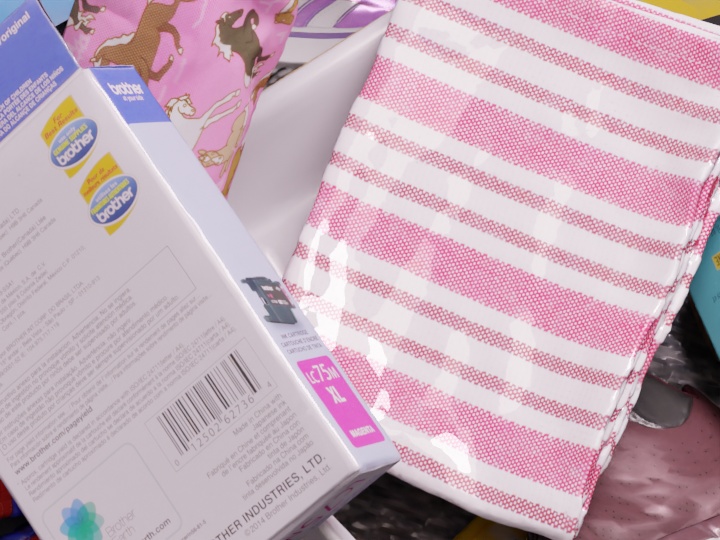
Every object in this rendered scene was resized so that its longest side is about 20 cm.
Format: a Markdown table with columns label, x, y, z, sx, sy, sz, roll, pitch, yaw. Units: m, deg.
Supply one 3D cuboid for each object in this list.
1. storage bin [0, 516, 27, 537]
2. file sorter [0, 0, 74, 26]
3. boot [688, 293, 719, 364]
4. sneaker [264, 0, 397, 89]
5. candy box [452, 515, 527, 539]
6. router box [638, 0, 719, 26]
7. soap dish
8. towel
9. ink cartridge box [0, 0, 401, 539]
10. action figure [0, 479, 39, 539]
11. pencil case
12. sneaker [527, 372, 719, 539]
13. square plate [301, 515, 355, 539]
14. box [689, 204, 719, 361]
| label | x | y | z | sx | sy | sz | roll | pitch | yaw |
| --- | --- | --- | --- | --- | --- | --- | --- | --- | --- |
| storage bin | -0.200 | 0.142 | 1.108 | 0.134 | 0.145 | 0.200 | 26 | 66 | -20 |
| file sorter | -0.156 | -0.117 | 1.146 | 0.200 | 0.139 | 0.123 | -29 | 35 | -4 |
| boot | 0.221 | 0.026 | 1.143 | 0.200 | 0.155 | 0.074 | 37 | 69 | 12 |
| sneaker | -0.024 | -0.116 | 1.250 | 0.200 | 0.073 | 0.115 | -8 | 63 | -16 |
| candy box | 0.110 | 0.168 | 1.152 | 0.200 | 0.026 | 0.102 | 42 | 68 | 15 |
| router box | 0.135 | -0.135 | 1.234 | 0.200 | 0.052 | 0.157 | -22 | 68 | -31 |
| soap dish | 0.000 | 0.000 | 1.169 | 0.200 | 0.081 | 0.158 | -32 | 70 | 3 |
| towel | 0.050 | -0.016 | 1.103 | 0.146 | 0.030 | 0.200 | 21 | 81 | 19 |
| ink cartridge box | -0.088 | 0.018 | 1.022 | 0.119 | 0.042 | 0.200 | -40 | 79 | 24 |
| action figure | -0.150 | 0.081 | 1.053 | 0.200 | 0.052 | 0.066 | -16 | 87 | -41 |
| pencil case | -0.075 | -0.050 | 1.081 | 0.083 | 0.087 | 0.200 | 18 | 106 | 2 |
| sneaker | 0.070 | 0.101 | 1.131 | 0.200 | 0.076 | 0.116 | -23 | 61 | -30 |
| square plate | 0.000 | 0.191 | 1.066 | 0.200 | 0.198 | 0.028 | 46 | 43 | 16 |
| box | 0.190 | 0.059 | 1.098 | 0.049 | 0.082 | 0.200 | -15 | 75 | -34 |
